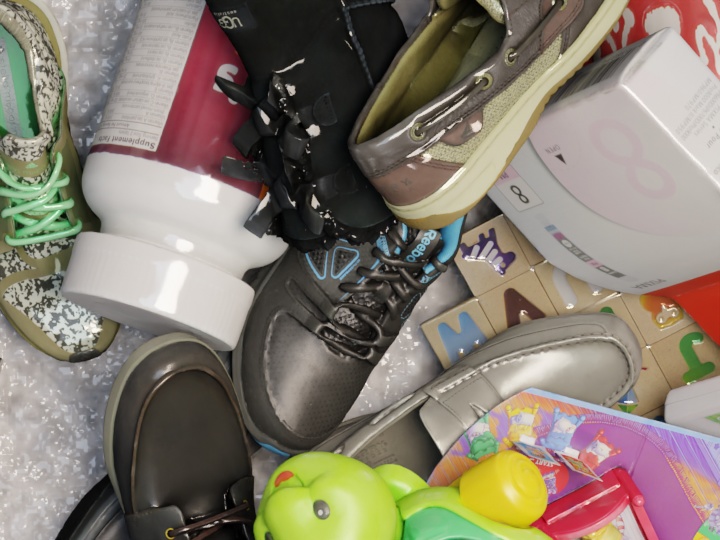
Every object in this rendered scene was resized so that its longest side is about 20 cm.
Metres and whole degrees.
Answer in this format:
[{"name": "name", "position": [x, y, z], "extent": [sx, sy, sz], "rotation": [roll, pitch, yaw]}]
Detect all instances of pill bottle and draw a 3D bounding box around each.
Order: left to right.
[{"name": "pill bottle", "position": [-0.074, -0.068, 1.223], "extent": [0.109, 0.110, 0.200], "rotation": [18, 80, -5]}]

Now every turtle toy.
[{"name": "turtle toy", "position": [0.031, 0.157, 1.166], "extent": [0.146, 0.101, 0.200], "rotation": [-35, 105, 31]}]

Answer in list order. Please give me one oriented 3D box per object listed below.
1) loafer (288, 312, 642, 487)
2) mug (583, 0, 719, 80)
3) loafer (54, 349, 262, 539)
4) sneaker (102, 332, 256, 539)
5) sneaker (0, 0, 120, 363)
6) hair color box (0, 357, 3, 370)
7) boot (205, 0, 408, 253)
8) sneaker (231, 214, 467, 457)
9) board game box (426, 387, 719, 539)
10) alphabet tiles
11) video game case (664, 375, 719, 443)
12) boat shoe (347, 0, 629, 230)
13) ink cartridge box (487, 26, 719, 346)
[{"name": "loafer", "position": [0.052, 0.084, 1.254], "extent": [0.200, 0.070, 0.070], "rotation": [-29, 105, 11]}, {"name": "mug", "position": [0.153, -0.164, 1.233], "extent": [0.133, 0.177, 0.200], "rotation": [3, 75, -33]}, {"name": "loafer", "position": [-0.105, 0.127, 1.266], "extent": [0.072, 0.073, 0.200], "rotation": [34, 91, -9]}, {"name": "sneaker", "position": [-0.066, 0.133, 1.193], "extent": [0.075, 0.106, 0.200], "rotation": [-17, 118, -23]}, {"name": "sneaker", "position": [-0.170, -0.048, 1.243], "extent": [0.077, 0.089, 0.200], "rotation": [-17, 94, -3]}, {"name": "hair color box", "position": [-0.231, 0.138, 1.241], "extent": [0.061, 0.102, 0.200], "rotation": [13, 90, -5]}, {"name": "boot", "position": [0.009, -0.113, 1.171], "extent": [0.198, 0.073, 0.163], "rotation": [-34, 116, -32]}, {"name": "sneaker", "position": [0.000, 0.000, 1.240], "extent": [0.073, 0.082, 0.200], "rotation": [28, 80, -27]}, {"name": "board game box", "position": [0.122, 0.152, 1.234], "extent": [0.200, 0.039, 0.158], "rotation": [16, 104, -16]}, {"name": "alphabet tiles", "position": [0.134, 0.046, 1.281], "extent": [0.166, 0.006, 0.200], "rotation": [-27, 106, 9]}, {"name": "video game case", "position": [0.279, 0.078, 1.206], "extent": [0.182, 0.200, 0.022], "rotation": [22, 66, -26]}, {"name": "boat shoe", "position": [0.064, -0.115, 1.129], "extent": [0.066, 0.072, 0.201], "rotation": [43, 75, -42]}, {"name": "ink cartridge box", "position": [0.157, -0.012, 1.169], "extent": [0.057, 0.162, 0.200], "rotation": [-44, 99, -26]}]
